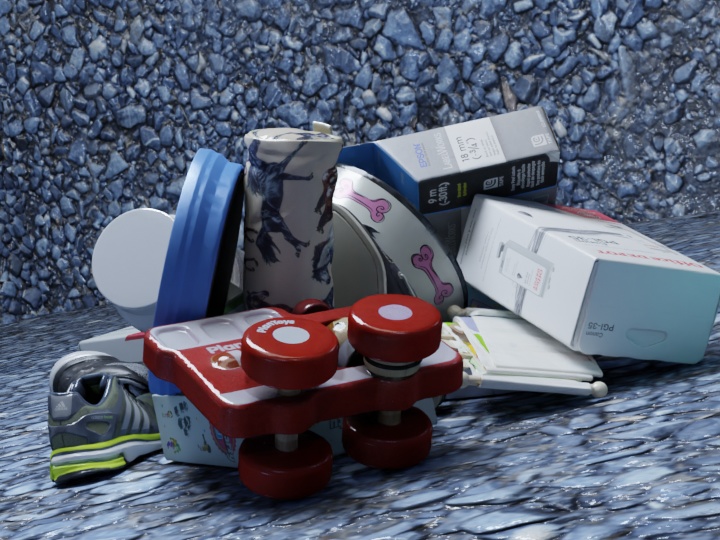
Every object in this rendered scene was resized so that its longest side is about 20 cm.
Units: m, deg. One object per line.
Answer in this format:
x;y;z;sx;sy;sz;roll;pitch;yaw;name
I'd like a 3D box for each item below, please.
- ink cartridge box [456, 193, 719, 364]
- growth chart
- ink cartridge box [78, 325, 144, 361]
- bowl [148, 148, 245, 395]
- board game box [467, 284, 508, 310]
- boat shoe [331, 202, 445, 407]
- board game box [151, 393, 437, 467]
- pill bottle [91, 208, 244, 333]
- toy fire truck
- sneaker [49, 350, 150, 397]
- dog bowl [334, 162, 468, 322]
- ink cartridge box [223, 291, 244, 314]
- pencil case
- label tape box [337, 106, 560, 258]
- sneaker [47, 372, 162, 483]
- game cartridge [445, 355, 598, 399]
0.197;0.005;1.375;0.146;0.083;0.200;7;15;-29;ink cartridge box
0.130;0.064;1.317;0.145;0.018;0.200;7;16;-2;growth chart
-0.206;0.096;1.831;0.146;0.083;0.200;-9;4;27;ink cartridge box
-0.128;0.004;1.262;0.039;0.201;0.201;12;3;-1;bowl
0.107;0.010;1.593;0.200;0.105;0.103;16;15;25;board game box
0.014;0.030;1.344;0.073;0.200;0.063;-30;-2;24;boat shoe
-0.057;0.114;1.287;0.147;0.064;0.200;-14;5;-35;board game box
-0.168;0.013;1.491;0.116;0.116;0.200;-10;-17;16;pill bottle
-0.037;0.066;1.133;0.200;0.112;0.168;-12;29;-28;toy fire truck
-0.200;0.123;1.554;0.200;0.076;0.114;-1;15;-20;sneaker
0.000;0.000;1.452;0.074;0.200;0.200;-46;20;-25;dog bowl
-0.093;0.059;1.421;0.104;0.059;0.200;-15;-10;-34;ink cartridge box
-0.053;-0.019;1.259;0.078;0.200;0.089;3;6;29;pencil case
0.079;-0.067;1.466;0.200;0.063;0.144;-13;-35;-5;label tape box
-0.216;0.127;1.393;0.074;0.081;0.200;-9;4;14;sneaker
0.103;0.088;1.443;0.200;0.041;0.133;-8;1;40;game cartridge
